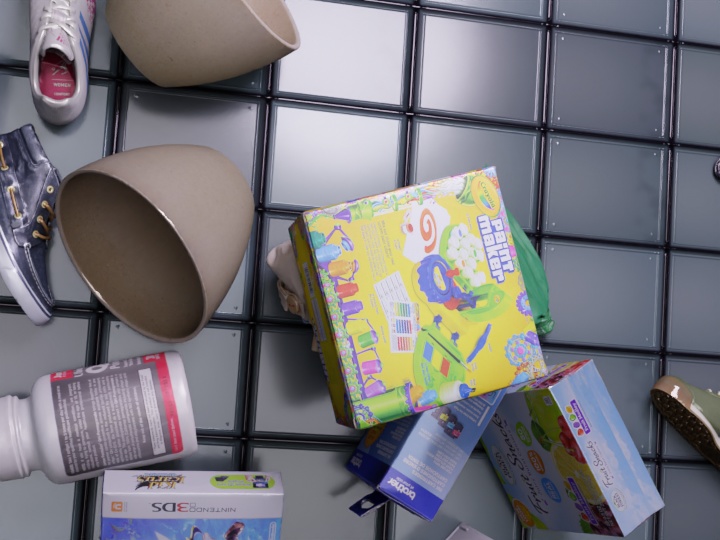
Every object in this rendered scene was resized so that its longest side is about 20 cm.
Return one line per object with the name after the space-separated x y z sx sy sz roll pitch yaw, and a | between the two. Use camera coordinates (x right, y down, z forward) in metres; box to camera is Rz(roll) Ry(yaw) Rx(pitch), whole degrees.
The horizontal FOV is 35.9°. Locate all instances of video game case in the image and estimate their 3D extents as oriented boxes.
-0.176 0.301 1.134 0.179 0.046 0.203 3 111 -11 | video game case

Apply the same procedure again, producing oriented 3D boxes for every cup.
-0.190 -0.049 1.136 0.201 0.200 0.143 50 51 -5 | cup
-0.176 -0.273 1.148 0.142 0.200 0.201 -34 94 15 | cup

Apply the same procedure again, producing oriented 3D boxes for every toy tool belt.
0.000 0.000 1.202 0.199 0.124 0.124 -28 100 -40 | toy tool belt

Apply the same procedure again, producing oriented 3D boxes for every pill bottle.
-0.271 0.153 1.130 0.197 0.111 0.112 -11 88 -13 | pill bottle

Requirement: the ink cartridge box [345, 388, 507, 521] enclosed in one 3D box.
0.062 0.180 1.185 0.076 0.136 0.201 32 81 -12 | ink cartridge box

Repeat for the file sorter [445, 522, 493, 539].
0.101 0.395 1.181 0.200 0.139 0.125 -45 98 -11 | file sorter

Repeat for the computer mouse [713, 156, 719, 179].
0.528 -0.126 1.366 0.197 0.034 0.059 3 102 -7 | computer mouse

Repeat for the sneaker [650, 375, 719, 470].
0.434 0.175 1.308 0.200 0.067 0.090 43 71 -6 | sneaker

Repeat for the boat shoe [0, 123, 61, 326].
-0.341 -0.050 1.148 0.090 0.071 0.202 -24 89 -8 | boat shoe

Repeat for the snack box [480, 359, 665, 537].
0.207 0.190 1.182 0.067 0.200 0.170 -28 91 -23 | snack box

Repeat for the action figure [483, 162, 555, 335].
0.167 -0.009 1.253 0.201 0.054 0.118 59 33 -16 | action figure

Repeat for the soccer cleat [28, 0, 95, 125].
-0.312 -0.255 1.162 0.069 0.086 0.203 -2 86 -12 | soccer cleat

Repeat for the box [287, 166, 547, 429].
0.051 0.027 1.062 0.190 0.122 0.203 -13 88 -11 | box
